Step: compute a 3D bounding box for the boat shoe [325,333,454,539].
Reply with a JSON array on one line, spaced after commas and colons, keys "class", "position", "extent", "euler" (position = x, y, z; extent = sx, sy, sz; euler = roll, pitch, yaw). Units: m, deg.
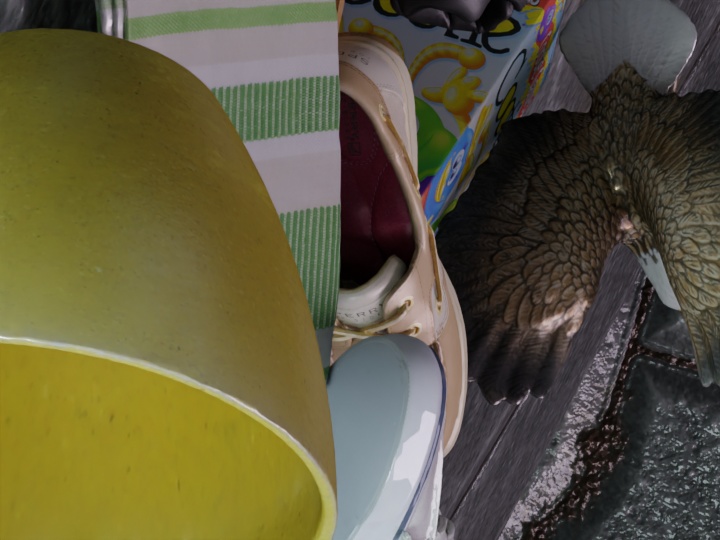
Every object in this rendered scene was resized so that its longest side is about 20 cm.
[{"class": "boat shoe", "position": [0.012, 0.118, 1.178], "extent": [0.086, 0.075, 0.203], "euler": [4, 114, -33]}]

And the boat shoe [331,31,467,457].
[{"class": "boat shoe", "position": [0.000, 0.000, 1.264], "extent": [0.069, 0.073, 0.201], "euler": [-55, 135, -69]}]

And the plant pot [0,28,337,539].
[{"class": "plant pot", "position": [-0.101, 0.008, 0.934], "extent": [0.200, 0.199, 0.143], "euler": [98, -3, -59]}]

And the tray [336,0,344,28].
[{"class": "tray", "position": [-0.036, -0.131, 1.230], "extent": [0.099, 0.037, 0.200], "euler": [-55, 168, -37]}]

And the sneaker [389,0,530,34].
[{"class": "sneaker", "position": [0.042, -0.166, 1.283], "extent": [0.200, 0.076, 0.112], "euler": [-78, 173, -74]}]

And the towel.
[{"class": "towel", "position": [-0.054, -0.043, 1.086], "extent": [0.152, 0.023, 0.201], "euler": [-12, 102, -57]}]

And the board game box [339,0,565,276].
[{"class": "board game box", "position": [0.008, -0.072, 1.398], "extent": [0.200, 0.103, 0.105], "euler": [-57, 168, -27]}]

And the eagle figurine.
[{"class": "eagle figurine", "position": [0.131, -0.028, 1.394], "extent": [0.152, 0.151, 0.200], "euler": [-55, -178, 29]}]
